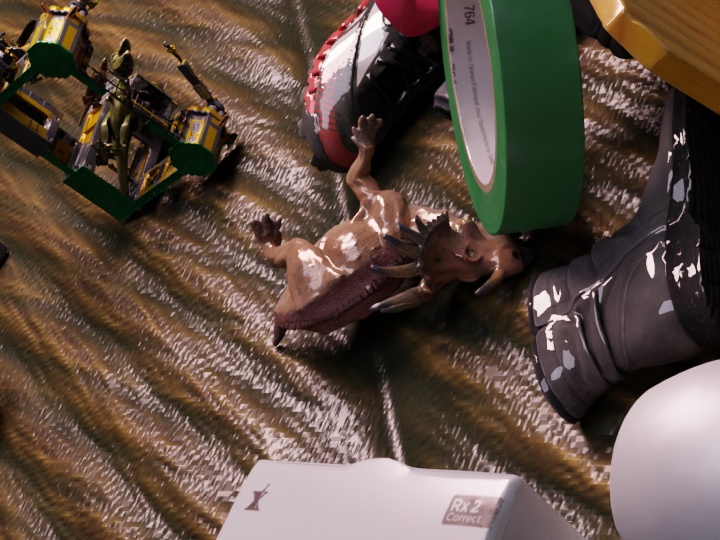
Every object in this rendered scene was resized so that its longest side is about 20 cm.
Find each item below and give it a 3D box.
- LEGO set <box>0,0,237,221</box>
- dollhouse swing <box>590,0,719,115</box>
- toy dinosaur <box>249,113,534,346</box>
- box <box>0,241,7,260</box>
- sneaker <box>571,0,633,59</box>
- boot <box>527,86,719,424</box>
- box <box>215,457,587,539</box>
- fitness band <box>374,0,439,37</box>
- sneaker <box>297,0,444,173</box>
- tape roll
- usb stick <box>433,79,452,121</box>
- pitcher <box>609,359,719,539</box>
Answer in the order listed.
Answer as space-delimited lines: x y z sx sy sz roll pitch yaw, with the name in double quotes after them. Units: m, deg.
-0.191 -0.142 1.633 0.154 0.199 0.116 -42 26 45 "LEGO set"
0.236 -0.164 1.185 0.181 0.176 0.201 -36 34 15 "dollhouse swing"
0.000 0.000 1.362 0.200 0.086 0.136 -39 41 22 "toy dinosaur"
-0.410 0.005 1.778 0.199 0.104 0.149 4 57 49 "box"
0.198 -0.200 1.370 0.199 0.071 0.099 -34 71 -27 "sneaker"
0.152 -0.017 1.227 0.131 0.070 0.201 -28 34 34 "boot"
0.009 0.213 1.086 0.198 0.131 0.201 -2 53 47 "box"
0.089 -0.227 1.408 0.200 0.037 0.144 -36 -10 -30 "fitness band"
0.028 -0.155 1.493 0.098 0.071 0.201 -1 53 49 "sneaker"
0.086 -0.123 1.271 0.048 0.202 0.201 -8 38 -5 "tape roll"
0.123 -0.177 1.446 0.200 0.033 0.055 -51 32 -7 "usb stick"
0.232 0.090 1.001 0.199 0.122 0.172 5 37 37 "pitcher"
